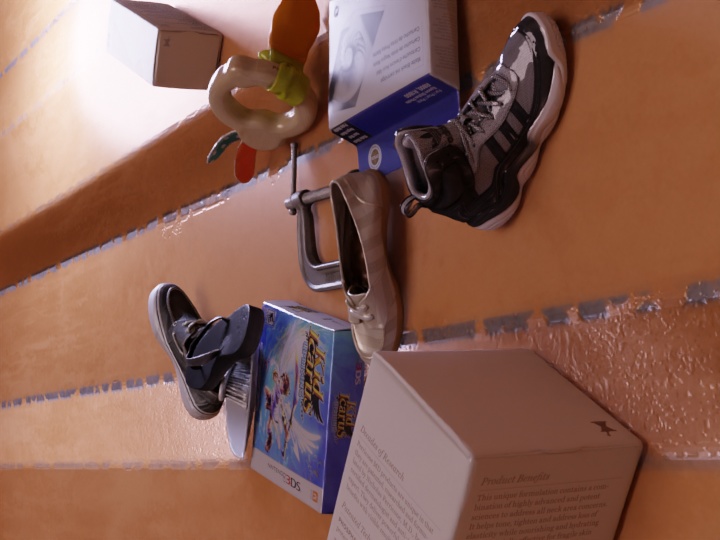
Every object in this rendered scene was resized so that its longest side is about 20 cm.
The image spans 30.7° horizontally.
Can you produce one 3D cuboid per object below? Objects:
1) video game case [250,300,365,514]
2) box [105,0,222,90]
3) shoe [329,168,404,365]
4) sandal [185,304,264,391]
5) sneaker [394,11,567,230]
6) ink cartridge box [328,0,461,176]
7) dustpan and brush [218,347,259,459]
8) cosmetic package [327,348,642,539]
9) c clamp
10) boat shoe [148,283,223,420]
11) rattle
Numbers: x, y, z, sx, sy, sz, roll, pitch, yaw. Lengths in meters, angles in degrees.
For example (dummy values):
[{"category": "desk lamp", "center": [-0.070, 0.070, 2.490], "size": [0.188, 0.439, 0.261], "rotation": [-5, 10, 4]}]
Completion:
[{"category": "video game case", "center": [-0.061, 0.147, 1.454], "size": [0.181, 0.045, 0.202], "rotation": [15, 103, 59]}, {"category": "box", "center": [-0.269, -0.308, 1.775], "size": [0.200, 0.094, 0.078], "rotation": [39, 124, 55]}, {"category": "shoe", "center": [0.000, 0.000, 1.317], "size": [0.070, 0.053, 0.202], "rotation": [0, 96, 49]}, {"category": "sandal", "center": [-0.166, 0.082, 1.510], "size": [0.200, 0.043, 0.077], "rotation": [-40, 38, 55]}, {"category": "sneaker", "center": [0.097, -0.124, 1.108], "size": [0.076, 0.113, 0.201], "rotation": [51, 132, 47]}, {"category": "ink cartridge box", "center": [0.029, -0.203, 1.289], "size": [0.199, 0.040, 0.202], "rotation": [-22, 67, 58]}, {"category": "dustpan and brush", "center": [-0.151, 0.122, 1.593], "size": [0.200, 0.057, 0.141], "rotation": [-84, 1, -69]}, {"category": "cosmetic package", "center": [0.094, 0.189, 1.061], "size": [0.166, 0.166, 0.201], "rotation": [42, 125, 53]}, {"category": "c clamp", "center": [-0.037, -0.062, 1.431], "size": [0.200, 0.027, 0.172], "rotation": [1, 91, 61]}, {"category": "boat shoe", "center": [-0.215, 0.095, 1.716], "size": [0.071, 0.072, 0.201], "rotation": [-45, 62, 40]}, {"category": "rattle", "center": [-0.116, -0.211, 1.514], "size": [0.200, 0.129, 0.144], "rotation": [110, 155, -64]}]
